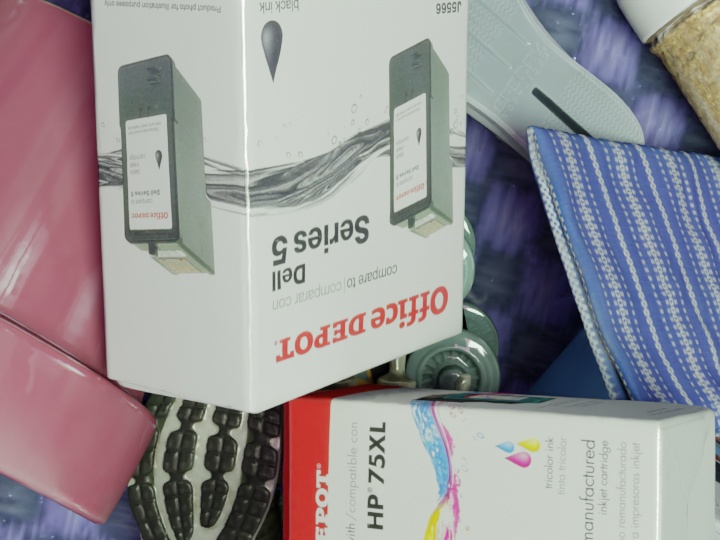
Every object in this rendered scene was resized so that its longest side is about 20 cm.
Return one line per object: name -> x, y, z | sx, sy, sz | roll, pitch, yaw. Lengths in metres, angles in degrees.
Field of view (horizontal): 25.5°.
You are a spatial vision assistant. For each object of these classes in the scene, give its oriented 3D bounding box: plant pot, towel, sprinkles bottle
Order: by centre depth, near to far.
plant pot -> -0.157, -0.013, 0.696 | 0.199, 0.200, 0.180 | 29, 77, -10
towel -> 0.159, 0.006, 0.728 | 0.024, 0.199, 0.146 | -31, 68, 37
sprinkles bottle -> 0.204, -0.068, 0.763 | 0.068, 0.068, 0.201 | -33, 87, -2

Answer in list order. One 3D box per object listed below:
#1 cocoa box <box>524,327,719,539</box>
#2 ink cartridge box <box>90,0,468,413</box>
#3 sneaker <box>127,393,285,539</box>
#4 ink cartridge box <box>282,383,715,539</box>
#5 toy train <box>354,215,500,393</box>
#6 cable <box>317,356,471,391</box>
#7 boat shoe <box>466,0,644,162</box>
cocoa box -> 0.103, 0.156, 0.739 | 0.133, 0.132, 0.200 | 31, 112, -20
ink cartridge box -> -0.028, -0.061, 0.633 | 0.145, 0.083, 0.202 | -17, 111, -50
sneaker -> -0.064, 0.119, 0.772 | 0.076, 0.089, 0.202 | 13, 106, 16
ink cartridge box -> 0.036, 0.108, 0.636 | 0.198, 0.067, 0.118 | 0, 91, 31
toy train -> 0.000, 0.000, 0.767 | 0.113, 0.085, 0.202 | -12, 102, 7
cable -> 0.008, 0.134, 0.724 | 0.096, 0.050, 0.202 | 15, 103, 26
boat shoe -> 0.050, -0.105, 0.751 | 0.200, 0.062, 0.072 | 45, 82, -19
